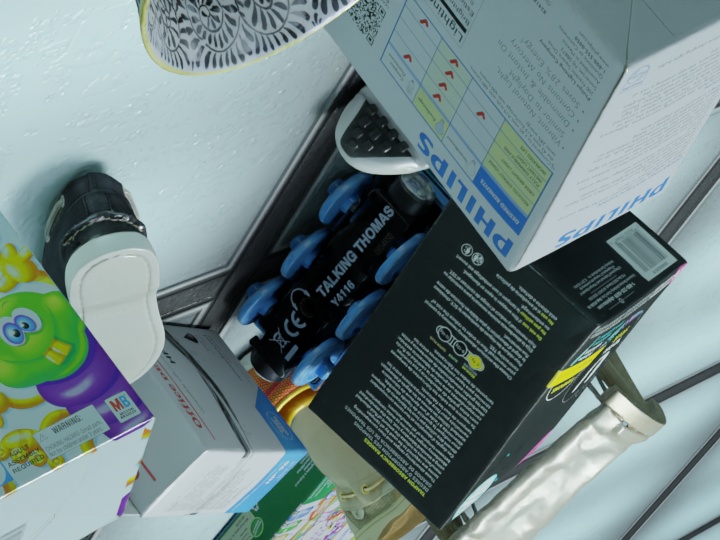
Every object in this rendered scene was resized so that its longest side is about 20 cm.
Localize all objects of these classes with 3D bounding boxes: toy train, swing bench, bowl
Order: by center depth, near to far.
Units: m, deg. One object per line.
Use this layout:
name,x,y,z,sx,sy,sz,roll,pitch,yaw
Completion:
bowl,-0.044,-0.193,1.178,0.200,0.094,0.201,-34,161,-13
toy train,0.000,0.000,1.742,0.200,0.087,0.114,-51,164,32
swing bench,0.123,0.126,2.038,0.199,0.200,0.130,-41,137,11

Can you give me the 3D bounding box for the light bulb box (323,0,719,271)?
light bulb box,0.100,-0.145,1.402,0.125,0.198,0.200,-26,159,-28

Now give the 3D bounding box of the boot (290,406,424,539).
boot,0.012,0.109,1.900,0.073,0.156,0.200,-27,165,-33

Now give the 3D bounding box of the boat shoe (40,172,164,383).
boat shoe,-0.158,0.013,1.506,0.074,0.061,0.200,-14,154,-12

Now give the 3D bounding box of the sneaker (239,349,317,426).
sneaker,-0.005,0.050,1.860,0.200,0.077,0.073,-43,160,8

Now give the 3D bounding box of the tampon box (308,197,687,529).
tampon box,0.090,0.043,1.686,0.150,0.126,0.200,-31,160,-55

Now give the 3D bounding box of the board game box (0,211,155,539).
board game box,-0.206,0.044,1.258,0.103,0.200,0.105,-28,158,-31

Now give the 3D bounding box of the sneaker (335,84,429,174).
sneaker,0.060,-0.101,1.643,0.200,0.075,0.081,-25,166,-35

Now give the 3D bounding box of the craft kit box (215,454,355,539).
craft kit box,-0.023,0.191,2.215,0.197,0.049,0.200,-19,154,-52

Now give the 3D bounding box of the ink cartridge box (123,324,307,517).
ink cartridge box,-0.128,0.097,1.669,0.068,0.116,0.200,-44,162,14
